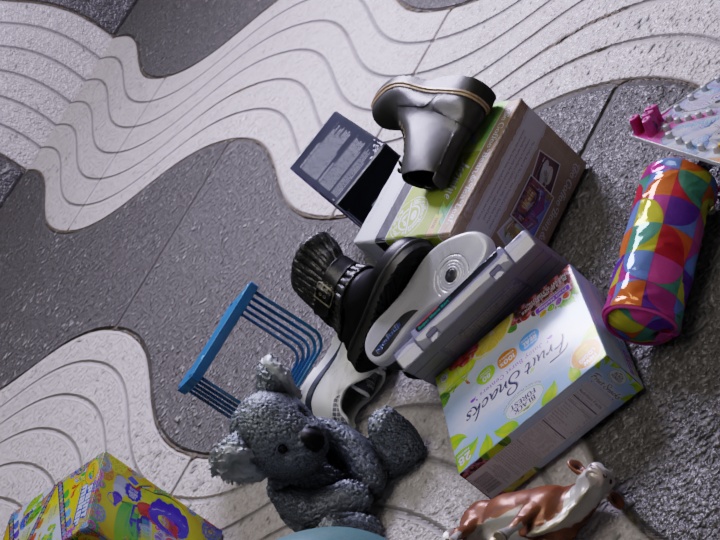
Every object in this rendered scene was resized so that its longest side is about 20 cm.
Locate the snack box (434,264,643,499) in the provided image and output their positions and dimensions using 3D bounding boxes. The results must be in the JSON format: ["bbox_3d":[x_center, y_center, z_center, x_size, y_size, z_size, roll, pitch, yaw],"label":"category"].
[{"bbox_3d":[0.180,0.116,1.559,0.200,0.068,0.169,-42,28,20],"label":"snack box"}]

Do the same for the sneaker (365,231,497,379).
[{"bbox_3d":[0.105,0.041,1.694,0.200,0.112,0.073,-46,45,24],"label":"sneaker"}]

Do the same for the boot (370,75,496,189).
[{"bbox_3d":[0.058,-0.157,1.788,0.200,0.077,0.139,-3,56,57],"label":"boot"}]

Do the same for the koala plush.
[{"bbox_3d":[-0.071,0.206,1.684,0.183,0.200,0.178,-6,51,54],"label":"koala plush"}]

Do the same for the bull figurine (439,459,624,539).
[{"bbox_3d":[0.156,0.241,1.427,0.121,0.065,0.200,-30,0,-43],"label":"bull figurine"}]

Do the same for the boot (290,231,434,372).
[{"bbox_3d":[-0.002,0.001,1.765,0.158,0.079,0.211,55,134,29],"label":"boot"}]

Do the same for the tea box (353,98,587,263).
[{"bbox_3d":[0.131,-0.080,1.801,0.196,0.134,0.200,-4,52,54],"label":"tea box"}]

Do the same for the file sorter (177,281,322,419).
[{"bbox_3d":[-0.138,0.117,1.909,0.139,0.122,0.200,-59,5,-14],"label":"file sorter"}]

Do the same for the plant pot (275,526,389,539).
[{"bbox_3d":[-0.012,0.334,1.486,0.200,0.201,0.135,-26,2,39],"label":"plant pot"}]

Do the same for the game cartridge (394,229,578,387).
[{"bbox_3d":[0.139,0.048,1.642,0.200,0.130,0.038,-44,51,11],"label":"game cartridge"}]

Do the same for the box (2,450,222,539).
[{"bbox_3d":[-0.312,0.359,1.861,0.192,0.200,0.122,-33,31,29],"label":"box"}]

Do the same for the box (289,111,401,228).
[{"bbox_3d":[0.015,-0.111,2.001,0.104,0.148,0.200,-51,26,1],"label":"box"}]

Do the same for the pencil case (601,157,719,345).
[{"bbox_3d":[0.307,-0.021,1.521,0.088,0.088,0.201,-12,47,50],"label":"pencil case"}]

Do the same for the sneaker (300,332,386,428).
[{"bbox_3d":[0.006,0.106,1.847,0.080,0.076,0.201,12,70,47],"label":"sneaker"}]

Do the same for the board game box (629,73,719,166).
[{"bbox_3d":[0.405,-0.180,1.551,0.200,0.026,0.200,-33,25,-12],"label":"board game box"}]
